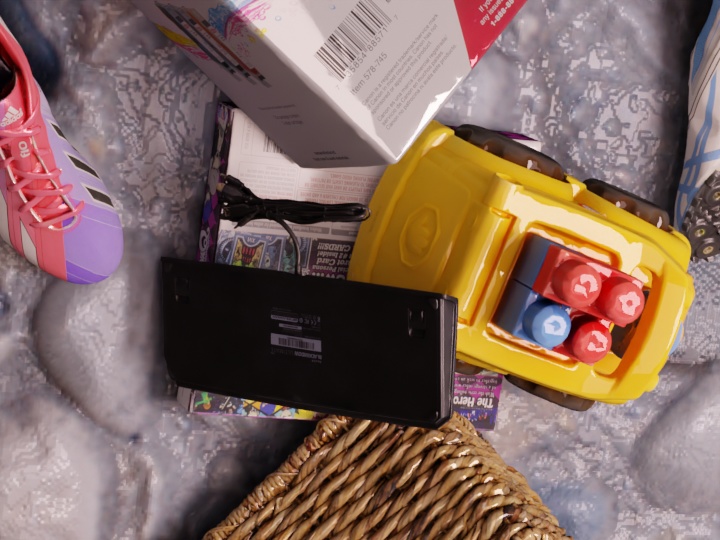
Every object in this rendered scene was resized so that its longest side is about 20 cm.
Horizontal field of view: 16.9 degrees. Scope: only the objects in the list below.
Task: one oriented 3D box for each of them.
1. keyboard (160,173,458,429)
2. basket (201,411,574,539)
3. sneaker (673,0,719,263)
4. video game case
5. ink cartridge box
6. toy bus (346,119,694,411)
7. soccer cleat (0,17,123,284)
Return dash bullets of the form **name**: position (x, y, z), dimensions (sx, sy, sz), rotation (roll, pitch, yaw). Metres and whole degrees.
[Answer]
- **keyboard**: position (-0.031, 0.014, 1.337), dimensions (0.021, 0.199, 0.128), rotation (-15, 109, -53)
- **basket**: position (0.015, 0.182, 1.454), dimensions (0.200, 0.149, 0.143), rotation (-46, 155, 5)
- **sneaker**: position (0.230, -0.101, 1.492), dimensions (0.071, 0.072, 0.201), rotation (-2, 117, -27)
- **video game case**: position (0.000, 0.000, 1.437), dimensions (0.199, 0.036, 0.183), rotation (4, 101, -21)
- **ink cartridge box**: position (-0.033, -0.174, 1.308), dimensions (0.200, 0.144, 0.146), rotation (44, 76, -18)
- **toy bus**: position (0.118, 0.013, 1.361), dimensions (0.199, 0.192, 0.136), rotation (21, 94, -25)
- **soccer cleat**: position (-0.189, -0.072, 1.326), dimensions (0.066, 0.076, 0.201), rotation (-32, 111, -11)
